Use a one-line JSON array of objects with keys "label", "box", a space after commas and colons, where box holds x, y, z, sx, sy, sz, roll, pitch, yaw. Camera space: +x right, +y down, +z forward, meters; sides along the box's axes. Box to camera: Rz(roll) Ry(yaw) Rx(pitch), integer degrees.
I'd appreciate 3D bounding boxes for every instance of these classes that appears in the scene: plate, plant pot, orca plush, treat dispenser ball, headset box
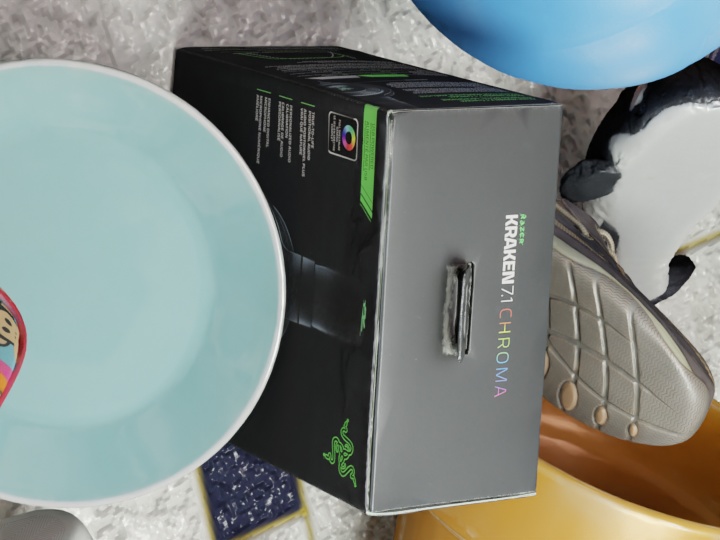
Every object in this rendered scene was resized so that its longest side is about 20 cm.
[{"label": "plate", "box": [-0.130, 0.005, 1.254, 0.199, 0.026, 0.202, 1, 107, 4]}, {"label": "plant pot", "box": [0.091, 0.152, 1.392, 0.199, 0.200, 0.184, 9, 112, -34]}, {"label": "orca plush", "box": [0.149, -0.055, 1.415, 0.105, 0.071, 0.200, -10, 151, 6]}, {"label": "treat dispenser ball", "box": [0.102, -0.181, 1.298, 0.200, 0.201, 0.202, -8, 106, -31]}, {"label": "headset box", "box": [0.000, 0.000, 1.277, 0.092, 0.200, 0.175, -4, 104, -32]}]

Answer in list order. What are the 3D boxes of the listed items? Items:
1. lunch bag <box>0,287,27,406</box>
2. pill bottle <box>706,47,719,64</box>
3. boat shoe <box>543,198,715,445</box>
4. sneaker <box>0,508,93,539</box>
[{"label": "lunch bag", "box": [-0.238, 0.051, 1.151, 0.176, 0.082, 0.201, 36, 47, -18]}, {"label": "pill bottle", "box": [0.242, -0.073, 1.415, 0.110, 0.200, 0.112, -8, 105, -31]}, {"label": "boat shoe", "box": [0.091, -0.001, 1.355, 0.073, 0.200, 0.075, -32, 159, -48]}, {"label": "sneaker", "box": [-0.182, 0.203, 1.293, 0.200, 0.073, 0.112, -39, 123, -10]}]
